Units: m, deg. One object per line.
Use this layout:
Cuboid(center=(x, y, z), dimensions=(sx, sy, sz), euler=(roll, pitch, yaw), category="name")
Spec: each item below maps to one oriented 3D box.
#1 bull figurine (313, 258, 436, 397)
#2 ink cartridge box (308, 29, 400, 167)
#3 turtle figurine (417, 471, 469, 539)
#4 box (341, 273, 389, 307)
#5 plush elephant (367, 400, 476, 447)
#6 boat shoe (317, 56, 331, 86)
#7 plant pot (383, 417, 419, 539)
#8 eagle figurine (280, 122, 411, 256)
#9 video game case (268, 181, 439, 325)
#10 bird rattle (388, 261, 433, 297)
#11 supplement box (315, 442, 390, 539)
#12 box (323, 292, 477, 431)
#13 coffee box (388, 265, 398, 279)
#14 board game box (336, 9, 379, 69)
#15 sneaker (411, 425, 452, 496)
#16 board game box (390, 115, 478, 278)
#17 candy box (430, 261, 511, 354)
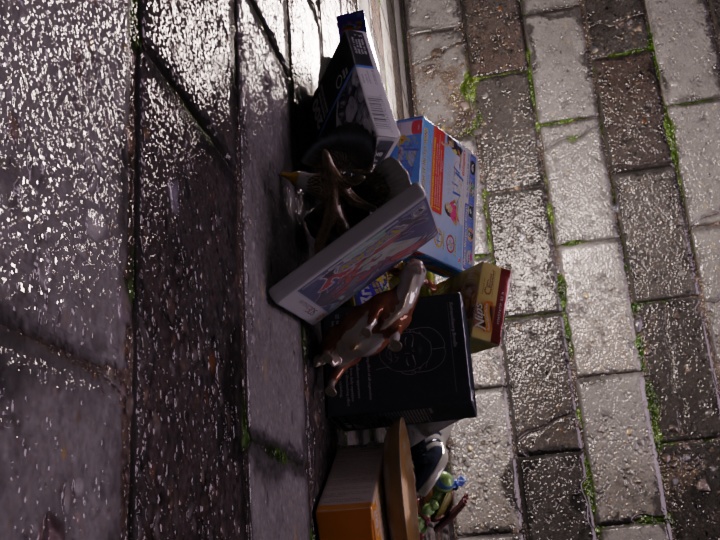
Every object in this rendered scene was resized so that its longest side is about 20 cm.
Cuboid(center=(0.015, 0.070, 1.115), dimensions=(0.065, 0.200, 0.122), euler=(42, 30, -7), category="bull figurine")
Cuboid(center=(-0.022, -0.186, 1.229), dimensions=(0.201, 0.042, 0.201), euler=(121, -37, -46), category="ink cartridge box")
Cuboid(center=(0.085, 0.423, 1.628), dimensions=(0.145, 0.195, 0.197), euler=(-119, -150, -42), category="turtle figurine")
Cuboid(center=(0.000, 0.000, 1.344), dimensions=(0.070, 0.063, 0.205), euler=(-152, -130, -64), category="box")
Cuboid(center=(0.061, 0.197, 1.427), dimensions=(0.157, 0.197, 0.165), euler=(61, -5, 5), category="plush elephant")
Cuboid(center=(-0.028, -0.238, 1.413), dimensions=(0.074, 0.063, 0.207), euler=(28, 55, -80), category="boat shoe")
Cuboid(center=(0.053, 0.296, 1.164), dimensions=(0.200, 0.027, 0.205), euler=(-8, 90, -84), category="plant pot")
Cuboid(center=(-0.026, -0.099, 1.087), dimensions=(0.151, 0.152, 0.200), euler=(46, 6, -1), category="eagle figurine")
Cuboid(center=(0.000, -0.012, 1.025), dimensions=(0.023, 0.198, 0.182), euler=(54, 2, 14), category="video game case")
Cuboid(center=(0.049, -0.029, 1.442), dimensions=(0.113, 0.159, 0.205), euler=(-144, -136, -74), category="bird rattle")
Cuboid(center=(0.001, 0.315, 1.130), dimensions=(0.200, 0.072, 0.129), euler=(-60, 143, -77), category="supplement box")
Cuboid(center=(0.055, 0.128, 1.229), dimensions=(0.107, 0.195, 0.152), euler=(61, 24, -67), category="box")
Cuboid(center=(0.018, -0.078, 1.547), dimensions=(0.115, 0.078, 0.205), euler=(-69, 151, -72), category="coffee box")
Cuboid(center=(0.008, -0.268, 1.355), dimensions=(0.135, 0.044, 0.205), euler=(64, 16, -65), category="board game box")
Cuboid(center=(0.099, 0.292, 1.492), dimensions=(0.076, 0.084, 0.201), euler=(-56, -175, 25), category="sneaker")
Cuboid(center=(0.114, -0.106, 1.373), dimensions=(0.194, 0.055, 0.205), euler=(20, 70, -55), category="board game box")
Cuboid(center=(0.159, 0.068, 1.385), dimensions=(0.200, 0.054, 0.118), euler=(145, -41, -68), category="candy box")
